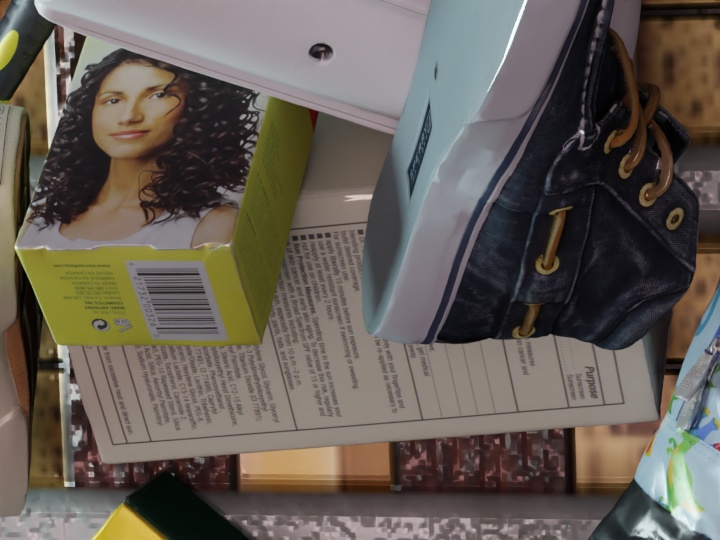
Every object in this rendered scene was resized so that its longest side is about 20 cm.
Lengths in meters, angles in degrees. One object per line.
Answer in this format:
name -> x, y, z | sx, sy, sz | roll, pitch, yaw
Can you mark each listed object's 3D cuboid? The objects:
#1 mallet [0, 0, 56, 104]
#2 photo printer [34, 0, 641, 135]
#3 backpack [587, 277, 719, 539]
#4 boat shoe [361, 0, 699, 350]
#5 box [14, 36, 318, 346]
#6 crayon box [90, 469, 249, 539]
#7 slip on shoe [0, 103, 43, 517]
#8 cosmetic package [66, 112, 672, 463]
mallet -> -0.141, -0.065, 1.038 | 0.066, 0.041, 0.200 | 32, 120, 12
photo printer -> -0.002, -0.125, 0.938 | 0.200, 0.166, 0.069 | 16, 140, -22
backpack -> 0.188, 0.031, 0.950 | 0.163, 0.154, 0.200 | 21, 86, -16
boat shoe -> 0.064, -0.045, 0.861 | 0.091, 0.200, 0.071 | 4, 56, -12
box -> -0.051, -0.065, 0.967 | 0.075, 0.200, 0.050 | -1, 137, 14
crayon box -> -0.071, 0.206, 1.071 | 0.173, 0.058, 0.200 | 40, 105, 4
slip on shoe -> -0.143, 0.016, 1.011 | 0.061, 0.200, 0.076 | 2, 56, -2
cosmetic package -> 0.000, 0.000, 1.005 | 0.200, 0.073, 0.104 | -5, 121, 12
